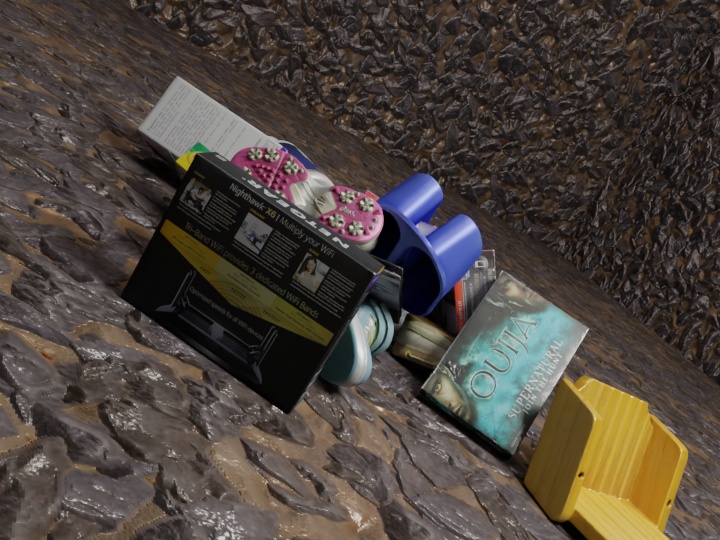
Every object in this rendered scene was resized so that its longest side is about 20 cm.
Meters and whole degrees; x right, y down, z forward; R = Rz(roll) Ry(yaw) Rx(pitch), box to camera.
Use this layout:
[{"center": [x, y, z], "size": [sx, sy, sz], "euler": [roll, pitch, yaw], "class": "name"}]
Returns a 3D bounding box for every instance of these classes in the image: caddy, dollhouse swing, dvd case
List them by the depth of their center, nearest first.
[{"center": [0.322, 0.243, 0.899], "size": [0.199, 0.184, 0.175], "euler": [24, -4, -34], "class": "dollhouse swing"}, {"center": [-0.018, 0.007, 0.966], "size": [0.147, 0.016, 0.200], "euler": [23, -17, 10], "class": "dvd case"}, {"center": [0.059, -0.023, 0.974], "size": [0.142, 0.105, 0.200], "euler": [47, -20, 10], "class": "caddy"}]

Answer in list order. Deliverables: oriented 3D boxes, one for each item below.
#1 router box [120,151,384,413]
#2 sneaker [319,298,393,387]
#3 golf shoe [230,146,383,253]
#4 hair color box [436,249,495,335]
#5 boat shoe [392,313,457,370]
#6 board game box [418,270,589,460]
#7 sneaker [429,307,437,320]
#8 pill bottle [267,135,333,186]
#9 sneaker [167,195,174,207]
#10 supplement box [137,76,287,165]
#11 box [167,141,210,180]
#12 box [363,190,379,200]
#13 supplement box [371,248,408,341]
[{"center": [-0.101, 0.009, 0.746], "size": [0.199, 0.158, 0.052], "euler": [34, 14, 4], "class": "router box"}, {"center": [0.001, 0.075, 0.915], "size": [0.130, 0.080, 0.200], "euler": [23, 18, -30], "class": "sneaker"}, {"center": [-0.067, -0.072, 0.928], "size": [0.199, 0.076, 0.092], "euler": [30, -22, 13], "class": "golf shoe"}, {"center": [0.149, 0.040, 1.150], "size": [0.063, 0.113, 0.200], "euler": [-3, -8, -4], "class": "hair color box"}, {"center": [0.133, 0.131, 1.045], "size": [0.199, 0.067, 0.074], "euler": [31, 5, 11], "class": "boat shoe"}, {"center": [0.179, 0.112, 0.992], "size": [0.135, 0.201, 0.028], "euler": [34, -25, 10], "class": "board game box"}, {"center": [0.118, 0.027, 1.368], "size": [0.090, 0.067, 0.200], "euler": [30, 16, -22], "class": "sneaker"}, {"center": [-0.127, -0.149, 1.330], "size": [0.110, 0.112, 0.200], "euler": [21, 17, -39], "class": "pill bottle"}, {"center": [-0.156, -0.026, 0.948], "size": [0.200, 0.078, 0.077], "euler": [42, 3, 21], "class": "sneaker"}, {"center": [-0.209, -0.174, 1.169], "size": [0.199, 0.104, 0.101], "euler": [33, -9, 5], "class": "supplement box"}, {"center": [-0.165, -0.081, 1.032], "size": [0.199, 0.048, 0.118], "euler": [37, -23, 20], "class": "box"}, {"center": [0.017, -0.062, 1.377], "size": [0.094, 0.103, 0.200], "euler": [32, 12, -2], "class": "box"}, {"center": [0.000, 0.000, 1.123], "size": [0.199, 0.104, 0.101], "euler": [30, 13, -5], "class": "supplement box"}]
